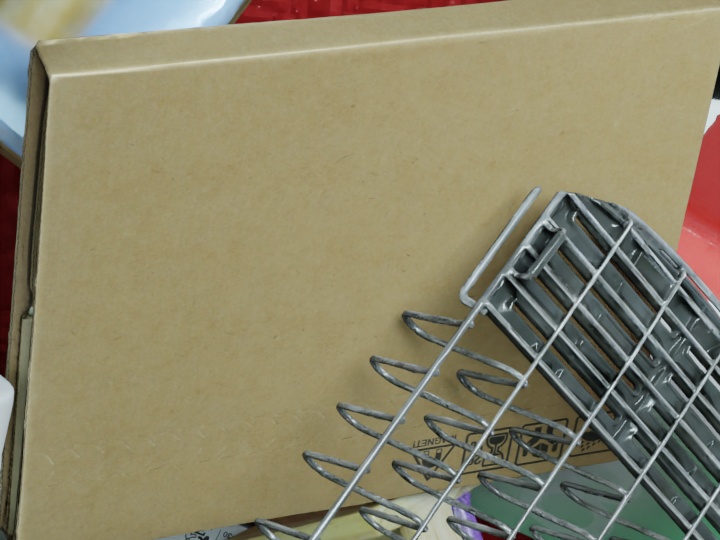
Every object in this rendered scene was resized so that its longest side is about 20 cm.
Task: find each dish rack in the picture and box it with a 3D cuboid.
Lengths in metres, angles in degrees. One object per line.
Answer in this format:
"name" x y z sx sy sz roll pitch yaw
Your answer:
"dish rack" 0.035 0.081 0.749 0.200 0.055 0.153 -53 124 -16

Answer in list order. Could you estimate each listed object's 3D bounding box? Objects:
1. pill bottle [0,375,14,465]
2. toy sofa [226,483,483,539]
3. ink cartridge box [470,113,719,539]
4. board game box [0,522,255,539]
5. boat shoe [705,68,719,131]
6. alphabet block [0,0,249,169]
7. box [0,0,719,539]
"pill bottle" -0.155 0.118 0.716 0.113 0.113 0.200 14 97 -6
"toy sofa" 0.040 0.155 0.854 0.097 0.083 0.200 -22 93 -44
"ink cartridge box" 0.140 0.046 0.836 0.161 0.200 0.050 28 53 -5
"board game box" -0.119 0.119 0.835 0.200 0.034 0.136 25 88 -37
"boat shoe" 0.124 -0.071 0.893 0.072 0.061 0.202 9 90 -6
"alphabet block" -0.099 -0.151 0.801 0.195 0.200 0.197 39 86 -4
"box" 0.000 0.000 0.747 0.200 0.021 0.164 -7 127 -22
